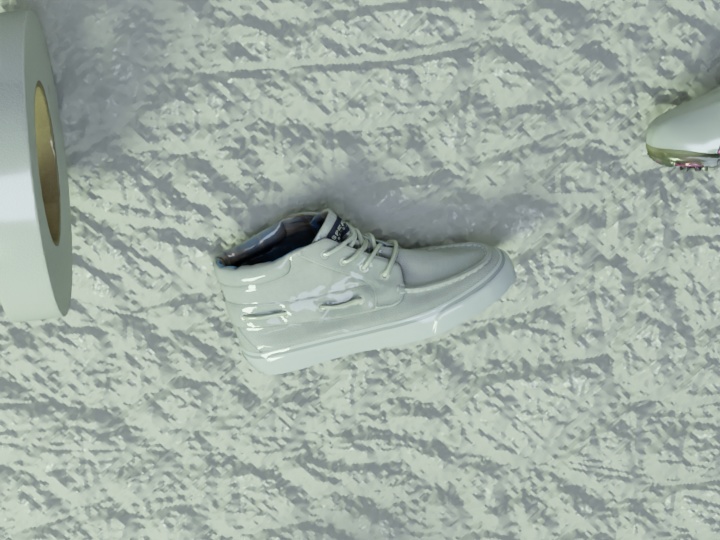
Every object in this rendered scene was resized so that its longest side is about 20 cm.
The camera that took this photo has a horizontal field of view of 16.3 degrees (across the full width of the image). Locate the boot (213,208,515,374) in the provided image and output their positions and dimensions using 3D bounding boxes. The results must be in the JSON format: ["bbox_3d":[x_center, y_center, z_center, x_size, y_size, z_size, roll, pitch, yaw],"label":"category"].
[{"bbox_3d":[0.000,0.000,1.719,0.199,0.074,0.096,-19,120,6],"label":"boot"}]

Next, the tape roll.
[{"bbox_3d":[-0.217,-0.068,1.613,0.037,0.203,0.204,-7,113,-1],"label":"tape roll"}]

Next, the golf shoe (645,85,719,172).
[{"bbox_3d":[0.280,-0.128,1.685,0.199,0.073,0.092,-19,105,-5],"label":"golf shoe"}]
